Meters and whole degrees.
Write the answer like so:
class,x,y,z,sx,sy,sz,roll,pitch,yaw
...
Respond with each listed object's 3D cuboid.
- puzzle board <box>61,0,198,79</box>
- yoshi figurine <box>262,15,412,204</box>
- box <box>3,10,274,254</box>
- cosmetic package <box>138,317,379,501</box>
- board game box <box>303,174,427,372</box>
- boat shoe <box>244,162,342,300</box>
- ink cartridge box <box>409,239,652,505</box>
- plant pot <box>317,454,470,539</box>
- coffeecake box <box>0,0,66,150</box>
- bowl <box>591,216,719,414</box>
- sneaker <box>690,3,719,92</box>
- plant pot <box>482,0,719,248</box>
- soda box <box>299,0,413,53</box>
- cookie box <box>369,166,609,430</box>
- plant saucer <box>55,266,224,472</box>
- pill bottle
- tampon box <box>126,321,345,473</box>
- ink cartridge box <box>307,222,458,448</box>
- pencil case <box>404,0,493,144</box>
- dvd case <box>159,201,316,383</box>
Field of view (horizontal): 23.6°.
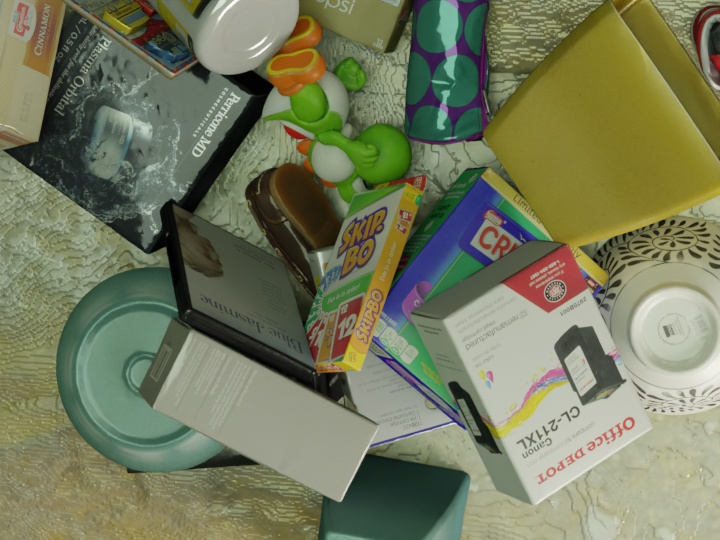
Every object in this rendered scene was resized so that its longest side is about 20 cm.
class,x,y,z,sx,sy,sz,roll,pitch,yaw
puzzle board,-0.199,-0.260,1.667,0.151,0.200,0.017,36,119,3
yoshi figurine,-0.012,-0.150,1.677,0.112,0.112,0.200,-46,133,-20
box,-0.224,-0.156,1.726,0.200,0.117,0.197,36,101,2
cosmetic package,-0.094,0.127,1.574,0.200,0.107,0.090,26,87,-17
board game box,0.000,0.000,1.614,0.030,0.096,0.200,31,70,-26
boat shoe,-0.043,-0.017,1.743,0.070,0.070,0.200,-24,101,48
ink cartridge box,0.160,0.093,1.593,0.146,0.083,0.200,-31,103,-16
plant pot,0.019,0.278,1.700,0.141,0.200,0.141,10,99,9
coffeecake box,-0.388,-0.194,1.695,0.200,0.073,0.154,-7,68,43
bowl,0.306,0.052,1.678,0.201,0.094,0.201,1,98,9
sneaker,0.379,-0.165,1.627,0.071,0.112,0.200,-38,90,12
plant pot,0.234,-0.130,1.624,0.176,0.200,0.200,-35,91,21
soda box,-0.051,-0.281,1.704,0.200,0.068,0.064,24,101,6
cookie box,0.112,0.028,1.657,0.171,0.075,0.200,40,80,-15
plant saucer,-0.200,0.097,1.644,0.200,0.036,0.200,1,93,9
pill bottle,-0.152,-0.283,1.616,0.112,0.112,0.200,-46,59,12
tampon box,-0.127,0.124,1.728,0.200,0.150,0.126,-4,95,10
ink cartridge box,0.067,0.054,1.708,0.198,0.047,0.200,-14,96,-14
pencil case,0.093,-0.224,1.681,0.092,0.085,0.200,6,99,23
dvd case,-0.117,0.017,1.616,0.143,0.200,0.018,29,111,-26
